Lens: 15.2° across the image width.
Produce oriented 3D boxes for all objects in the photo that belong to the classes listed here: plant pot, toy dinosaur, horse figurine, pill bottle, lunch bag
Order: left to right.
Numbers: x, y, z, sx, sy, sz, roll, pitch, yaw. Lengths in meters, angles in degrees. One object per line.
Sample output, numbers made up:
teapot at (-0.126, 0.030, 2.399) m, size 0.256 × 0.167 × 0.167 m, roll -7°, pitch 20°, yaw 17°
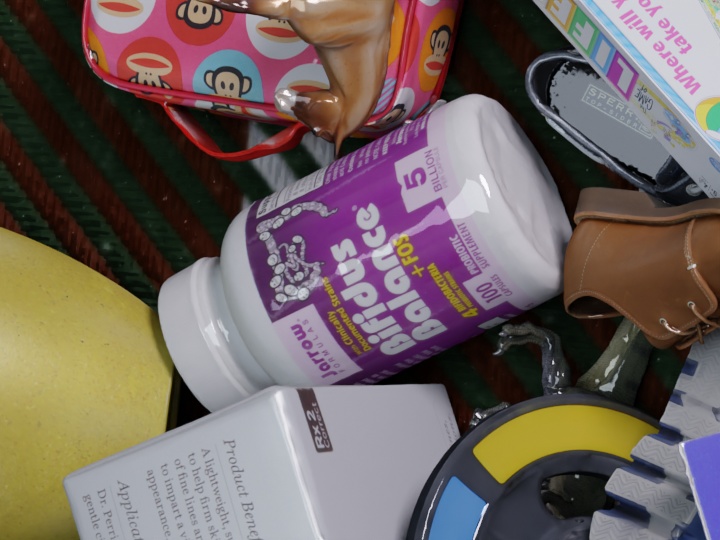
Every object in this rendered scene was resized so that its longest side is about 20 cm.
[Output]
plant pot at (-0.169, 0.076, 1.421) m, size 0.141 × 0.200 × 0.201 m, roll 7°, pitch 91°, yaw 0°
lunch bag at (-0.046, -0.143, 1.419) m, size 0.199 × 0.082 × 0.177 m, roll 13°, pitch 93°, yaw 23°
horse figurine at (-0.007, -0.171, 1.323) m, size 0.132 × 0.050 × 0.200 m, roll 32°, pitch 91°, yaw -16°
pill bottle at (0.000, 0.000, 1.376) m, size 0.200 × 0.112 × 0.113 m, roll -27°, pitch 77°, yaw 20°
toy dinosaur at (0.103, 0.072, 1.364) m, size 0.088 × 0.047 × 0.201 m, roll 21°, pitch 96°, yaw 8°

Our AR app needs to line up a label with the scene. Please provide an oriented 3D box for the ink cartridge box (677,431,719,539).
ink cartridge box at (0.262, 0.145, 1.222) m, size 0.199 × 0.043 × 0.199 m, roll -14°, pitch 83°, yaw -23°

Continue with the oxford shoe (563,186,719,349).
oxford shoe at (0.167, 0.005, 1.259) m, size 0.200 × 0.071 × 0.072 m, roll 3°, pitch 72°, yaw 58°

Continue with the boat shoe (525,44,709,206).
boat shoe at (0.171, -0.057, 1.326) m, size 0.200 × 0.068 × 0.072 m, roll 32°, pitch 101°, yaw 18°

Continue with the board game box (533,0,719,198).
board game box at (0.162, -0.143, 1.312) m, size 0.134 × 0.034 × 0.200 m, roll -32°, pitch 71°, yaw -22°

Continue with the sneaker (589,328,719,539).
sneaker at (0.203, 0.085, 1.293) m, size 0.200 × 0.115 × 0.080 m, roll -55°, pitch 34°, yaw -4°

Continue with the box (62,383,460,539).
box at (-0.021, 0.168, 1.329) m, size 0.130 × 0.200 × 0.200 m, roll -22°, pitch 79°, yaw 23°

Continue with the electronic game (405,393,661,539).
electronic game at (0.110, 0.157, 1.293) m, size 0.042 × 0.199 × 0.201 m, roll -30°, pitch 73°, yaw 59°
